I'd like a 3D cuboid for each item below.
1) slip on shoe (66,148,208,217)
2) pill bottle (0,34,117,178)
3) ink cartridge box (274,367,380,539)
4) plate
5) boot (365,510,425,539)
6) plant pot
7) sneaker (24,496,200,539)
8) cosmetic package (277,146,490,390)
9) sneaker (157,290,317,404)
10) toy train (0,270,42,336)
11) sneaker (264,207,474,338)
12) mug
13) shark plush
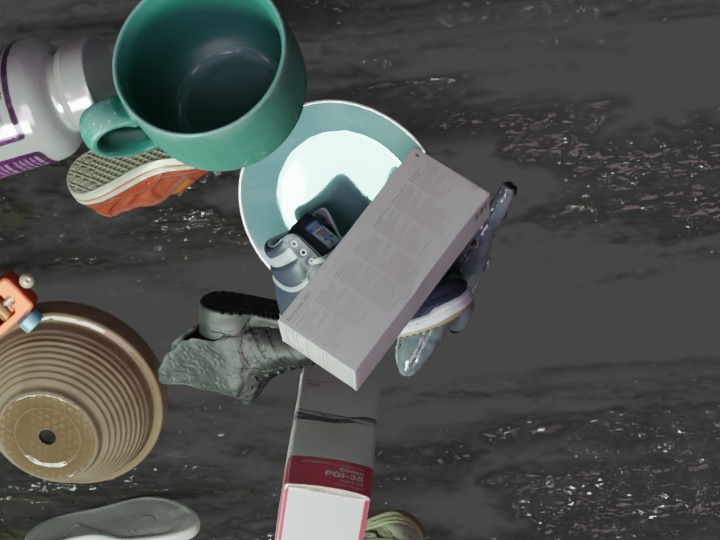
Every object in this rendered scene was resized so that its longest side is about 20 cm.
[{"bbox_3d":[-0.169,-0.103,1.619,0.199,0.074,0.061,-22,145,14],"label":"slip on shoe"},{"bbox_3d":[-0.315,-0.142,1.587,0.199,0.112,0.113,-15,115,16],"label":"pill bottle"},{"bbox_3d":[-0.032,0.206,1.682,0.082,0.200,0.147,8,120,0],"label":"ink cartridge box"},{"bbox_3d":[-0.014,-0.062,1.622,0.199,0.026,0.202,6,113,15],"label":"plate"},{"bbox_3d":[-0.030,0.333,1.775,0.199,0.155,0.072,-30,110,22],"label":"boot"},{"bbox_3d":[-0.294,0.139,1.748,0.199,0.093,0.202,3,120,6],"label":"plant pot"},{"bbox_3d":[-0.242,0.297,1.841,0.199,0.071,0.100,-11,118,21],"label":"sneaker"},{"bbox_3d":[0.022,-0.003,1.516,0.082,0.200,0.051,34,162,15],"label":"cosmetic package"},{"bbox_3d":[-0.094,0.082,1.707,0.198,0.060,0.105,12,118,8],"label":"sneaker"},{"bbox_3d":[-0.406,0.005,1.713,0.200,0.056,0.150,41,111,-11],"label":"toy train"},{"bbox_3d":[0.000,0.000,1.579,0.199,0.070,0.109,-5,111,33],"label":"sneaker"},{"bbox_3d":[-0.137,-0.163,1.528,0.184,0.153,0.114,2,163,14],"label":"mug"},{"bbox_3d":[0.095,0.008,1.621,0.091,0.083,0.200,39,117,-12],"label":"shark plush"}]
